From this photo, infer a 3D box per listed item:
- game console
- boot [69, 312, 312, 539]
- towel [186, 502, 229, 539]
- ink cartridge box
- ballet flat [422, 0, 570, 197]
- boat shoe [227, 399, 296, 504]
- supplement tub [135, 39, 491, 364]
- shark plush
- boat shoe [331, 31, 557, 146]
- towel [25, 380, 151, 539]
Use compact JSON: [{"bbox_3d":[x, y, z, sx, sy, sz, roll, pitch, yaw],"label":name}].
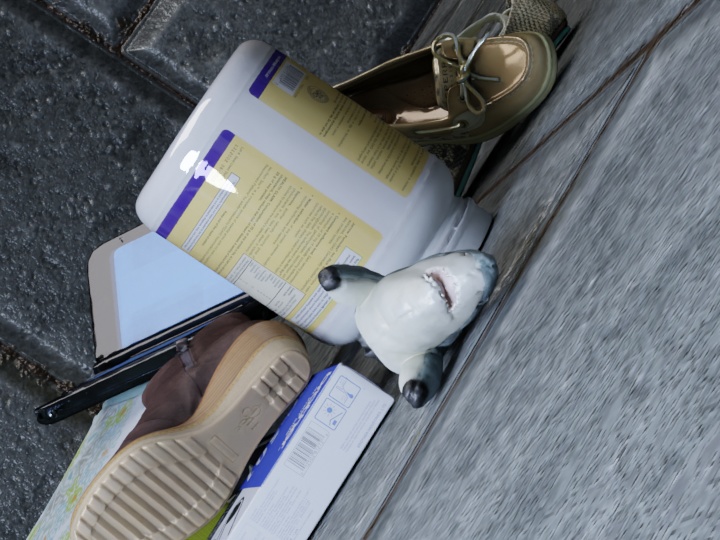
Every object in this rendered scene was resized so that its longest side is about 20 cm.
[{"bbox_3d":[-0.163,0.019,1.644,0.200,0.116,0.176,-25,2,28],"label":"game console"},{"bbox_3d":[-0.121,0.107,1.375,0.200,0.072,0.166,-41,16,-11],"label":"boot"},{"bbox_3d":[-0.142,0.237,1.372,0.200,0.086,0.018,-57,29,-13],"label":"towel"},{"bbox_3d":[-0.057,0.153,1.280,0.200,0.044,0.094,-57,6,-13],"label":"ink cartridge box"},{"bbox_3d":[0.082,-0.130,1.586,0.200,0.075,0.068,-58,0,-10],"label":"ballet flat"},{"bbox_3d":[-0.086,0.149,1.442,0.199,0.068,0.074,-31,-4,-27],"label":"boat shoe"},{"bbox_3d":[-0.030,-0.041,1.366,0.145,0.200,0.145,-55,5,7],"label":"supplement tub"},{"bbox_3d":[0.047,0.028,1.188,0.083,0.091,0.200,-37,-16,1],"label":"shark plush"},{"bbox_3d":[0.050,-0.127,1.521,0.200,0.063,0.073,-20,66,32],"label":"boat shoe"},{"bbox_3d":[-0.186,0.166,1.601,0.200,0.048,0.171,-22,38,62],"label":"towel"}]
